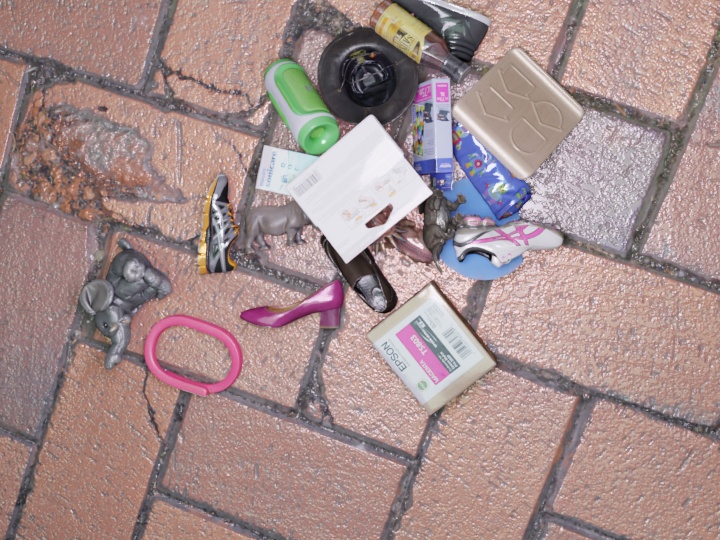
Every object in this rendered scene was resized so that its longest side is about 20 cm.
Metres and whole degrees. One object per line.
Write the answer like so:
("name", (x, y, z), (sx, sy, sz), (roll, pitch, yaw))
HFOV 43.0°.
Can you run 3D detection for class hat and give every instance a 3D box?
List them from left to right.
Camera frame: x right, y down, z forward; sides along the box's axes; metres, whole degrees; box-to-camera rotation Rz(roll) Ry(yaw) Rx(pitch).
("hat", (0.017, -0.348, 1.708), (0.200, 0.081, 0.201), (-2, 77, 7))

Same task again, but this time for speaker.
("speaker", (-0.111, -0.305, 1.687), (0.088, 0.088, 0.200), (-38, 54, 10))

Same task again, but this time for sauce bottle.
("sauce bottle", (0.109, -0.409, 1.642), (0.200, 0.066, 0.066), (38, 99, 12))

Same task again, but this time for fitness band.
("fitness band", (-0.335, 0.169, 1.832), (0.200, 0.037, 0.144), (18, 94, 6))

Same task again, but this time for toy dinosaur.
("toy dinosaur", (0.089, -0.052, 1.689), (0.200, 0.136, 0.086), (20, 96, 1))
("toy dinosaur", (0.141, -0.084, 1.640), (0.077, 0.102, 0.200), (-5, 73, -24))

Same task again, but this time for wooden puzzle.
("wooden puzzle", (0.284, -0.283, 1.660), (0.185, 0.046, 0.200), (44, 67, 0))

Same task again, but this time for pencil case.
("pencil case", (0.236, -0.193, 1.676), (0.087, 0.078, 0.200), (-37, 81, 34))

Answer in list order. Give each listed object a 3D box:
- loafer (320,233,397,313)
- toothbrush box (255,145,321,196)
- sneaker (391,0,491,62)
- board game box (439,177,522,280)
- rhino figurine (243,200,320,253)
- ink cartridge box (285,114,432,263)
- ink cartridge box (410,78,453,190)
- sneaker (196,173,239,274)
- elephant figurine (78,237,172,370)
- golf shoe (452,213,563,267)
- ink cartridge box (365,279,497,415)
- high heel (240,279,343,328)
("loafer", (0.000, 0.000, 1.735), (0.073, 0.071, 0.200), (-41, 94, 9))
("toothbrush box", (-0.078, -0.171, 1.705), (0.200, 0.146, 0.085), (14, 96, 7))
("sneaker", (0.133, -0.444, 1.686), (0.200, 0.071, 0.099), (19, 92, 3))
("board game box", (0.218, -0.075, 1.708), (0.158, 0.039, 0.200), (0, 75, -8))
("rhino figurine", (-0.132, -0.090, 1.765), (0.200, 0.060, 0.088), (-9, 96, 8))
("ink cartridge box", (-0.001, -0.141, 1.598), (0.200, 0.045, 0.176), (-39, 86, 10))
("ink cartridge box", (0.131, -0.245, 1.678), (0.042, 0.119, 0.200), (-6, 95, -16))
("sneaker", (-0.273, -0.089, 1.786), (0.077, 0.078, 0.200), (6, 99, -5))
("elephant figurine", (-0.477, 0.064, 1.790), (0.141, 0.155, 0.200), (41, 91, -18))
("golf shoe", (0.266, -0.047, 1.651), (0.199, 0.073, 0.092), (4, 78, 2))
("ink cartridge box", (0.135, 0.145, 1.732), (0.165, 0.075, 0.200), (-40, 88, 9))
("high heel", (-0.133, 0.060, 1.771), (0.199, 0.067, 0.096), (1, 105, -6))
